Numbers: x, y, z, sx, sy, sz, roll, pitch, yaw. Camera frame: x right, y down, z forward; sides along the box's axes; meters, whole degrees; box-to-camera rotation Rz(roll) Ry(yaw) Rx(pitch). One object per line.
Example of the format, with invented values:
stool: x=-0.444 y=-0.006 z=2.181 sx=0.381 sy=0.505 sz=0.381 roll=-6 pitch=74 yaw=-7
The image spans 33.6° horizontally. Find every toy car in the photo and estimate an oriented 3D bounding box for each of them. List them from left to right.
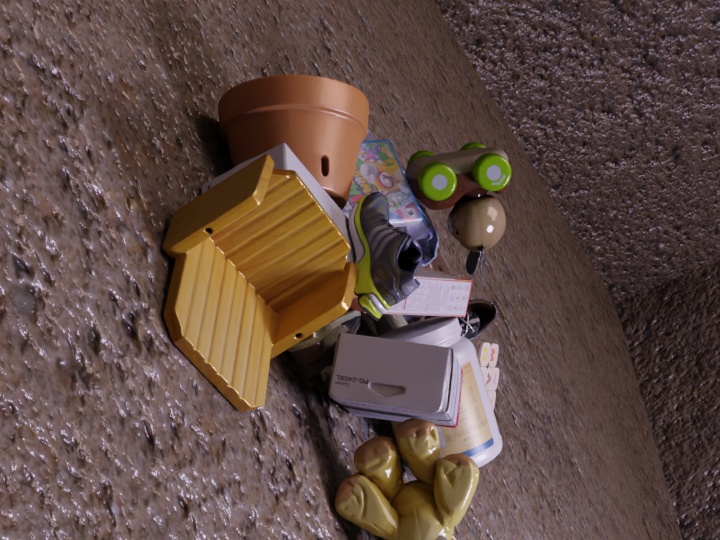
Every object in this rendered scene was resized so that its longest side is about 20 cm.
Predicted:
toy car: x=0.157 y=-0.081 z=1.808 sx=0.164 sy=0.157 sz=0.201 roll=-112 pitch=-168 yaw=-76

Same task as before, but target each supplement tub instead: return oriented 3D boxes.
supplement tub: x=0.105 y=0.176 z=1.666 sx=0.145 sy=0.144 sz=0.200 roll=-34 pitch=108 yaw=-72

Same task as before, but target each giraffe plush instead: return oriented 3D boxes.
giraffe plush: x=0.072 y=0.300 z=1.476 sx=0.200 sy=0.172 sz=0.162 roll=59 pitch=-6 yaw=17

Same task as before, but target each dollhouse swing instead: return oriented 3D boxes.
dollhouse swing: x=-0.103 y=0.021 z=1.319 sx=0.200 sy=0.182 sz=0.176 roll=53 pitch=10 yaw=-34

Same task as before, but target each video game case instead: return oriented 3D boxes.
video game case: x=-0.019 y=-0.121 z=1.701 sx=0.200 sy=0.018 sz=0.143 roll=-7 pitch=64 yaw=-32

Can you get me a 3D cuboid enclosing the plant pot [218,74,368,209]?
plant pot: x=-0.086 y=-0.152 z=1.562 sx=0.200 sy=0.200 sz=0.140 roll=29 pitch=55 yaw=-61

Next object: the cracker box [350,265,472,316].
cracker box: x=0.036 y=0.021 z=1.632 sx=0.200 sy=0.134 sz=0.058 roll=5 pitch=99 yaw=-43

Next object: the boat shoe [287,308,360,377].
boat shoe: x=-0.045 y=0.092 z=1.532 sx=0.201 sy=0.072 sz=0.066 roll=-23 pitch=98 yaw=-72

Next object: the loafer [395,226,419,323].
loafer: x=0.062 y=-0.002 z=1.817 sx=0.072 sy=0.063 sz=0.200 roll=-123 pitch=-152 yaw=-53

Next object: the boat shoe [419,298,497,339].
boat shoe: x=0.155 y=0.083 z=1.908 sx=0.200 sy=0.068 sz=0.072 roll=-15 pitch=88 yaw=-58

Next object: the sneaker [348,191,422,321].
sneaker: x=0.037 y=-0.027 z=1.483 sx=0.074 sy=0.081 sz=0.200 roll=50 pitch=24 yaw=-41

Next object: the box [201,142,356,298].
box: x=-0.091 y=-0.040 z=1.474 sx=0.200 sy=0.124 sz=0.098 roll=49 pitch=24 yaw=-41

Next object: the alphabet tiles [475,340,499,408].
alphabet tiles: x=0.196 y=0.217 z=1.962 sx=0.196 sy=0.015 sz=0.201 roll=17 pitch=82 yaw=-67

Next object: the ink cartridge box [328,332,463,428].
ink cartridge box: x=0.049 y=0.140 z=1.489 sx=0.200 sy=0.145 sz=0.084 roll=60 pitch=38 yaw=-75

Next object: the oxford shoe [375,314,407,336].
oxford shoe: x=0.052 y=0.105 z=1.790 sx=0.200 sy=0.058 sz=0.075 roll=58 pitch=10 yaw=-33

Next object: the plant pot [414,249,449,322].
plant pot: x=0.093 y=0.014 z=1.979 sx=0.201 sy=0.093 sz=0.201 roll=54 pitch=21 yaw=-32

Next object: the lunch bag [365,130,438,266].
lunch bag: x=0.031 y=-0.104 z=1.885 sx=0.200 sy=0.127 sz=0.170 roll=41 pitch=16 yaw=-38
